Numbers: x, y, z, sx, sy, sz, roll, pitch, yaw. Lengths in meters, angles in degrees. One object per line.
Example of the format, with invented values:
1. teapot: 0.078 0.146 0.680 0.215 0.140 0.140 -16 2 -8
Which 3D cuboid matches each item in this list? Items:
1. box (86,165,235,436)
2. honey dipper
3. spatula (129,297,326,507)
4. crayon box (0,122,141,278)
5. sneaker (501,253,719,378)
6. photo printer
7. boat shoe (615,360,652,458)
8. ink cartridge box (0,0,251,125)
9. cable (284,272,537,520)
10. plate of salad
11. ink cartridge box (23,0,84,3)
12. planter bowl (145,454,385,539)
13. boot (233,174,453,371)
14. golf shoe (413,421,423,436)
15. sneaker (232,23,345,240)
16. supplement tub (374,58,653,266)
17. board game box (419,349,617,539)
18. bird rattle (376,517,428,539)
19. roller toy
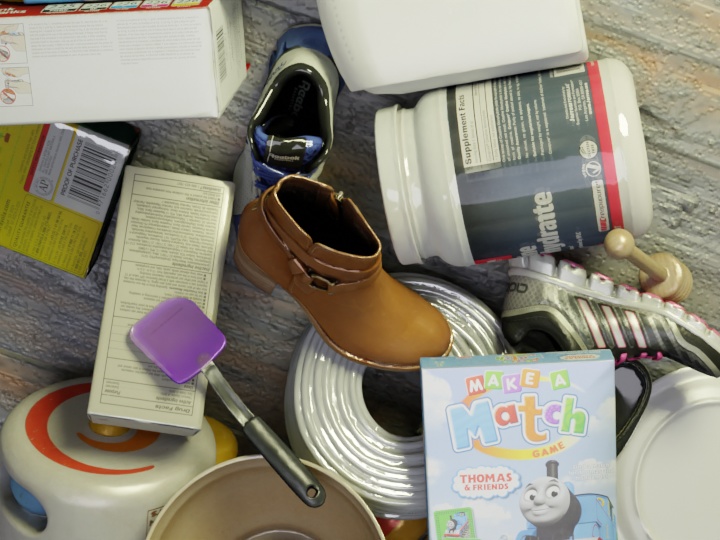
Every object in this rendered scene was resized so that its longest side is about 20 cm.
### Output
1. box: -0.160 0.027 1.283 0.094 0.078 0.202 10 80 -7
2. honey dipper: 0.220 -0.003 1.235 0.038 0.200 0.038 -3 81 22
3. spatula: -0.095 0.104 1.230 0.056 0.021 0.200 -41 90 -17
4. crayon box: -0.295 -0.091 1.319 0.198 0.051 0.128 22 112 -5
5. sneaker: 0.199 0.055 1.280 0.198 0.074 0.088 22 87 3
6. photo printer: 0.063 -0.225 1.210 0.198 0.069 0.168 -8 97 9
7. boat shoe: 0.171 0.153 1.311 0.072 0.068 0.200 43 88 1
8. ink cartridge box: -0.192 -0.171 1.214 0.198 0.176 0.085 -2 108 5
9. cable: 0.037 0.103 1.312 0.199 0.069 0.201 31 76 0
10. plate of salad: 0.295 0.179 1.370 0.198 0.048 0.202 -1 94 -9
11. ink cartridge box: -0.143 -0.258 1.187 0.198 0.145 0.085 -2 113 6
12. planter bowl: -0.072 0.258 1.281 0.198 0.135 0.202 0 75 2
13. boot: 0.000 0.000 1.212 0.199 0.155 0.077 34 67 -3
14. golf shoe: 0.140 0.172 1.385 0.199 0.077 0.089 33 86 -6
15. sneaker: -0.064 -0.088 1.265 0.080 0.115 0.201 14 113 1
16. supplement tub: 0.119 -0.080 1.237 0.198 0.141 0.142 -9 111 9
17. board game box: 0.125 0.166 1.248 0.149 0.037 0.202 -3 101 2
18. bird rattle: 0.011 0.214 1.392 0.200 0.113 0.163 46 117 -1
19. roller toy: -0.212 0.179 1.344 0.198 0.183 0.141 10 117 2
